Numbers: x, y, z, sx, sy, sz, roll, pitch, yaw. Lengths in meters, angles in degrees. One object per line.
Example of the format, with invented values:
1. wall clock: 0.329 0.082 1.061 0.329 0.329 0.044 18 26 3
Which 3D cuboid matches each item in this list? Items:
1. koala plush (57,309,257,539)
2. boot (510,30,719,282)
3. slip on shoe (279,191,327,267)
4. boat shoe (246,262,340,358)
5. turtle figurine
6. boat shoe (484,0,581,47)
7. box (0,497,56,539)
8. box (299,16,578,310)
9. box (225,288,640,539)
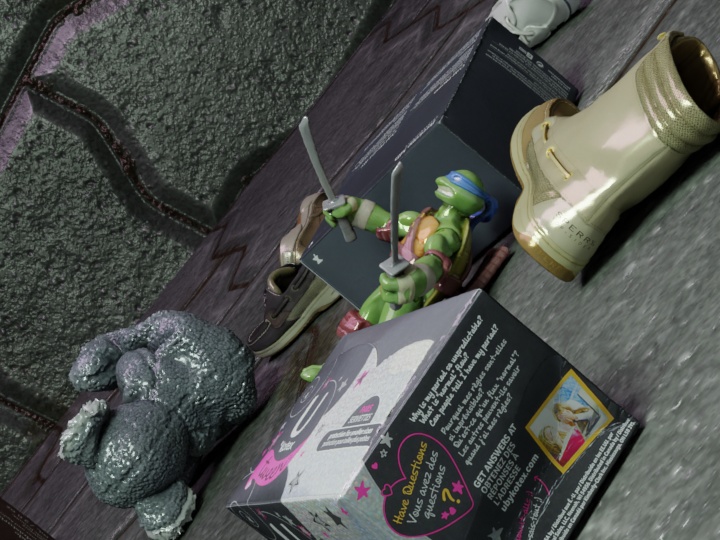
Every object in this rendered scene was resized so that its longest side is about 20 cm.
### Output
1. koala plush: -0.205 0.152 1.620 0.184 0.177 0.200 -31 16 36
2. boot: 0.170 -0.096 1.091 0.155 0.073 0.200 -47 12 26
3. slip on shoe: -0.041 -0.039 1.886 0.060 0.076 0.200 -6 15 13
4. boat shoe: -0.069 0.023 1.757 0.200 0.065 0.072 -42 15 45
5. turtle figurine: 0.000 0.000 1.227 0.200 0.144 0.194 13 -78 -54
6. boat shoe: 0.171 -0.258 1.712 0.065 0.073 0.200 -57 1 -8
7. box: -0.434 0.363 1.874 0.164 0.166 0.200 -50 10 0
8. box: 0.067 -0.080 1.403 0.200 0.104 0.182 -43 11 39
9. box: 0.029 0.104 0.881 0.132 0.115 0.200 -54 10 -19
